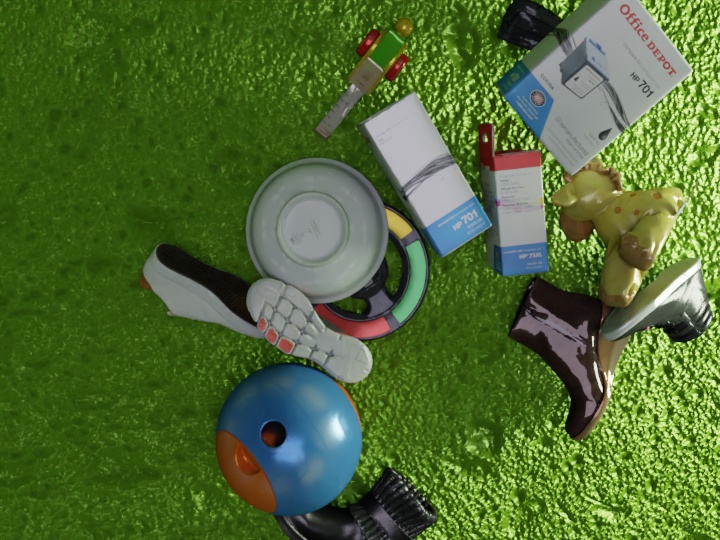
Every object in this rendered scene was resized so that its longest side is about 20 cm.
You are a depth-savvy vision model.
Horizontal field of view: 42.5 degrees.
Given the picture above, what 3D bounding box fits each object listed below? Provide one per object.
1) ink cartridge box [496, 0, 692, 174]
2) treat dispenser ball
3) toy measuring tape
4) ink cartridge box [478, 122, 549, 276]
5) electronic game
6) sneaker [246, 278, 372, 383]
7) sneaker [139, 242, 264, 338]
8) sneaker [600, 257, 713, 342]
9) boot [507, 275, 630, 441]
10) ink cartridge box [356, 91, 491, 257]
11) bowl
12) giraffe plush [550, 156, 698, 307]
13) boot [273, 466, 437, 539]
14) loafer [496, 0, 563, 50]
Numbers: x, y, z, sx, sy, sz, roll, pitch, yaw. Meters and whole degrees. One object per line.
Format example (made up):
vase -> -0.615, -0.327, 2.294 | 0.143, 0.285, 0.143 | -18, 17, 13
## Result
ink cartridge box -> 0.300, -0.251, 1.203 | 0.200, 0.086, 0.146 | -41, 105, 17
treat dispenser ball -> -0.096, 0.226, 1.249 | 0.198, 0.201, 0.204 | 0, 98, -3
toy measuring tape -> 0.007, -0.266, 1.271 | 0.073, 0.074, 0.200 | 38, 116, -7
ink cartridge box -> 0.207, -0.102, 1.265 | 0.066, 0.116, 0.203 | -6, 99, -2
electronic game -> 0.000, 0.000, 1.304 | 0.197, 0.042, 0.203 | -1, 98, -4
sneaker -> -0.077, 0.085, 1.261 | 0.199, 0.082, 0.077 | 40, 84, -14
sneaker -> -0.216, 0.042, 1.295 | 0.199, 0.073, 0.085 | 34, 125, -13
sneaker -> 0.426, 0.071, 1.300 | 0.199, 0.070, 0.100 | -32, 100, -25
boot -> 0.284, 0.125, 1.327 | 0.164, 0.072, 0.202 | 21, 89, -4
ink cartridge box -> 0.082, -0.130, 1.239 | 0.085, 0.146, 0.202 | -30, 98, 2
bowl -> -0.061, -0.055, 1.239 | 0.198, 0.090, 0.204 | 0, 90, 1
giraffe plush -> 0.340, -0.073, 1.271 | 0.161, 0.172, 0.202 | 30, 106, 14
boot -> -0.009, 0.341, 1.328 | 0.210, 0.080, 0.158 | 38, 101, -18
loafer -> 0.280, -0.302, 1.273 | 0.199, 0.068, 0.071 | 26, 116, -11
